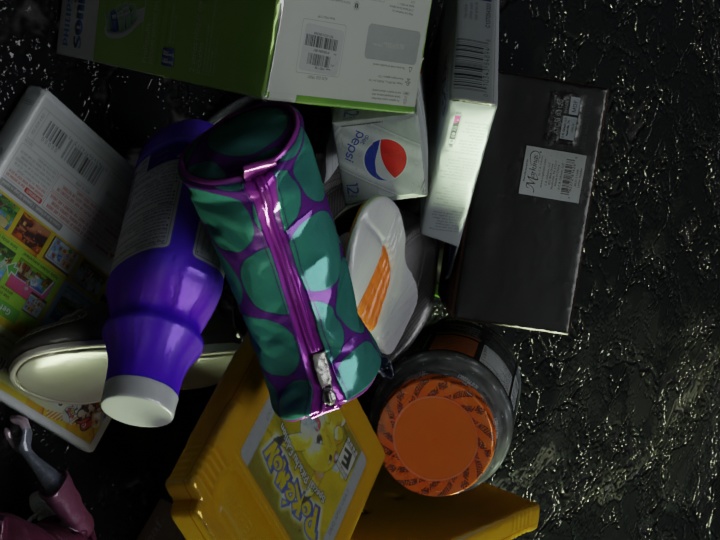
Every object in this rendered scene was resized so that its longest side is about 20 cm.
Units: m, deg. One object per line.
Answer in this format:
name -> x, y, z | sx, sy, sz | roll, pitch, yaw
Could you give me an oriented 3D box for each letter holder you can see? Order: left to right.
letter holder -> 0.131, -0.061, 1.170 | 0.142, 0.099, 0.202 | -120, -142, -82

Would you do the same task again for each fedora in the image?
fedora -> 0.003, 0.009, 1.140 | 0.201, 0.090, 0.177 | -57, 140, -20

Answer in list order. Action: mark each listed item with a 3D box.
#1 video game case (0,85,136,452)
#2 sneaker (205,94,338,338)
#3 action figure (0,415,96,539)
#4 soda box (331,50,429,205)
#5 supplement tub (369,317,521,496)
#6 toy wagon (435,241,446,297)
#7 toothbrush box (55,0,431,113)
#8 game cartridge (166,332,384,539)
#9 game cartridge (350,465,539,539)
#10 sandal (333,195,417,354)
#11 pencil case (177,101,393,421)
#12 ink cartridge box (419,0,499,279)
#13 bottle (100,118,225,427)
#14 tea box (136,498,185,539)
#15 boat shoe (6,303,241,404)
video game case -> -0.203, 0.005, 0.938 | 0.200, 0.023, 0.183 | 45, 68, -50
sneaker -> -0.081, -0.050, 1.031 | 0.113, 0.075, 0.202 | 20, 82, -52
action figure -> -0.205, 0.191, 0.901 | 0.200, 0.148, 0.135 | -46, 162, -80
soda box -> 0.018, -0.128, 1.045 | 0.201, 0.063, 0.069 | -84, 167, -59
supplement tub -> 0.074, 0.117, 1.184 | 0.200, 0.121, 0.124 | -44, 143, -76
toy wagon -> 0.133, -0.042, 1.326 | 0.199, 0.039, 0.157 | 12, 94, -52
toothbrush box -> -0.076, -0.161, 0.888 | 0.145, 0.199, 0.087 | -2, 106, -51
game cartridge -> -0.053, 0.145, 0.977 | 0.177, 0.032, 0.201 | 64, 33, -31
game cartridge -> 0.029, 0.207, 1.177 | 0.199, 0.175, 0.033 | -7, 108, -49
sandal -> -0.003, 0.007, 1.019 | 0.080, 0.059, 0.207 | -63, 163, -18
pencil case -> -0.046, -0.002, 0.870 | 0.084, 0.093, 0.201 | -21, 122, -4
ink cartridge box -> 0.075, -0.131, 1.119 | 0.201, 0.043, 0.198 | 103, -6, -49
bottle -> -0.125, 0.001, 0.898 | 0.065, 0.083, 0.202 | 28, 54, -31
tea box -> -0.114, 0.322, 1.076 | 0.201, 0.133, 0.197 | -61, 139, -16
boat shoe -> -0.165, 0.050, 0.951 | 0.199, 0.057, 0.067 | 3, 137, -49
